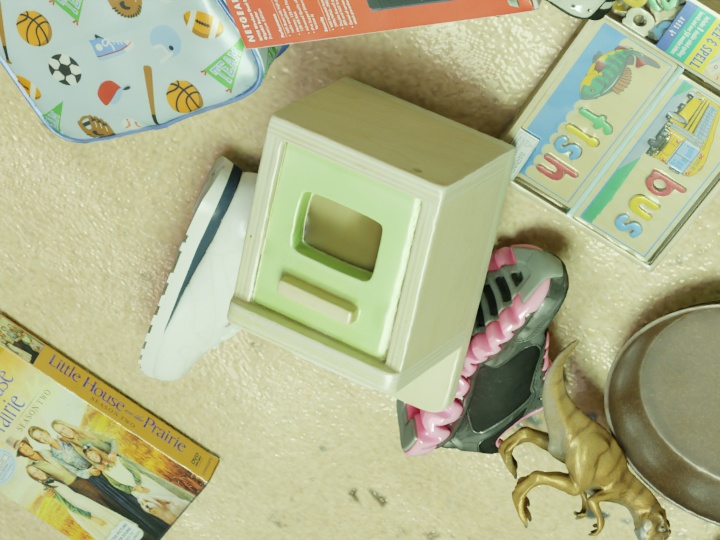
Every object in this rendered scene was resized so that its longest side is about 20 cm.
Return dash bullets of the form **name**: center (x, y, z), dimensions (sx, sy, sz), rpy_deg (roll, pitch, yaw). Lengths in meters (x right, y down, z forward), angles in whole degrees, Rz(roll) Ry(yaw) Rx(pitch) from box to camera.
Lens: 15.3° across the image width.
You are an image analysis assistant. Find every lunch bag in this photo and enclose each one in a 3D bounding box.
- **lunch bag**: center (-0.148, -0.172, 1.714), dimensions (0.199, 0.076, 0.161), rpy_deg (-16, 118, 33)

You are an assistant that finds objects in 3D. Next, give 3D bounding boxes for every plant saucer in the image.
- **plant saucer**: center (0.263, 0.092, 1.785), dimensions (0.199, 0.035, 0.201), rpy_deg (12, 132, 14)

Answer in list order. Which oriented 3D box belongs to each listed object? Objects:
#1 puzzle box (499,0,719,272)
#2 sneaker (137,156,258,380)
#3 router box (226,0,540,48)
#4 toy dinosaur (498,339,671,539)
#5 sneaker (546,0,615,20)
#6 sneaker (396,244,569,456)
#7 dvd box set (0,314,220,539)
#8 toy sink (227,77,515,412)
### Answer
- **puzzle box**: center (0.179, -0.097, 1.670), dimensions (0.133, 0.025, 0.200), rpy_deg (30, 132, -4)
- **sneaker**: center (-0.095, 0.014, 1.848), dimensions (0.080, 0.077, 0.200), rpy_deg (20, 134, -7)
- **router box**: center (0.037, -0.208, 1.509), dimensions (0.179, 0.200, 0.049), rpy_deg (-5, 126, 26)
- **toy dinosaur**: center (0.143, 0.116, 1.812), dimensions (0.106, 0.061, 0.200), rpy_deg (-24, 124, 18)
- **sneaker**: center (0.150, -0.192, 1.567), dimensions (0.199, 0.076, 0.088), rpy_deg (1, 115, 35)
- **sneaker**: center (0.101, 0.059, 1.812), dimensions (0.095, 0.079, 0.200), rpy_deg (15, 136, -19)
- **dvd box set**: center (-0.222, 0.134, 2.024), dimensions (0.200, 0.029, 0.146), rpy_deg (35, 132, -8)
- **toy sink**: center (0.000, 0.000, 1.717), dimensions (0.130, 0.112, 0.201), rpy_deg (24, 118, 21)
